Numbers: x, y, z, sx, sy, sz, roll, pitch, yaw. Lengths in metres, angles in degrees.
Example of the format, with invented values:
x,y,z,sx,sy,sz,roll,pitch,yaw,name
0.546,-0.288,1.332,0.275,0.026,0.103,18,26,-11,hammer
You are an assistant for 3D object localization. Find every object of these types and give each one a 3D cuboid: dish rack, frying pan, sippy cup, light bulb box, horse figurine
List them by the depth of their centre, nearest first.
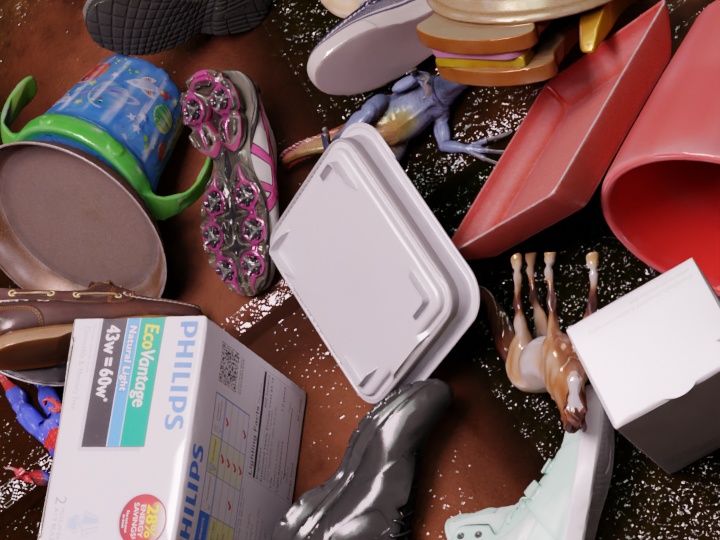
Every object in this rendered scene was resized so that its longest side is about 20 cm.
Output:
x,y,z,sx,sy,sz,roll,pitch,yaw,name
0.143,0.052,1.404,0.049,0.200,0.134,-2,91,-18,horse figurine
-0.146,0.160,1.446,0.124,0.200,0.200,-2,68,23,light bulb box
0.000,0.000,1.473,0.201,0.043,0.172,56,133,21,dish rack
-0.267,0.085,1.578,0.190,0.114,0.031,39,120,42,frying pan
-0.226,-0.121,1.634,0.139,0.178,0.131,-23,29,48,sippy cup

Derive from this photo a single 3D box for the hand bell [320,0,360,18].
x,y,z,sx,sy,sz,roll,pitch,yaw,name
-0.031,-0.314,1.587,0.103,0.200,0.105,-8,67,20,hand bell

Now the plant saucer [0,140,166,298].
x,y,z,sx,sy,sz,roll,pitch,yaw,name
-0.255,-0.039,1.598,0.199,0.201,0.032,6,41,26,plant saucer

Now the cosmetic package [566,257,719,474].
x,y,z,sx,sy,sz,roll,pitch,yaw,name
0.233,0.075,1.307,0.107,0.200,0.085,-29,66,9,cosmetic package

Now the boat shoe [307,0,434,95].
x,y,z,sx,sy,sz,roll,pitch,yaw,name
0.026,-0.229,1.585,0.199,0.075,0.093,-26,52,-17,boat shoe

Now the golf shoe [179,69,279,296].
x,y,z,sx,sy,sz,roll,pitch,yaw,name
-0.098,-0.079,1.594,0.072,0.092,0.202,-8,89,31,golf shoe

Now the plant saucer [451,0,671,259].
x,y,z,sx,sy,sz,roll,pitch,yaw,name
0.162,-0.099,1.427,0.037,0.199,0.201,37,65,-10,plant saucer

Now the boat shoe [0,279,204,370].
x,y,z,sx,sy,sz,roll,pitch,yaw,name
-0.230,0.040,1.560,0.198,0.071,0.071,0,56,-24,boat shoe

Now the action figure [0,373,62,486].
x,y,z,sx,sy,sz,roll,pitch,yaw,name
-0.288,0.128,1.586,0.065,0.099,0.200,-43,61,4,action figure

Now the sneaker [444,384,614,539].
x,y,z,sx,sy,sz,roll,pitch,yaw,name
0.126,0.175,1.387,0.117,0.074,0.202,10,76,22,sneaker

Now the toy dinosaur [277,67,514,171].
x,y,z,sx,sy,sz,roll,pitch,yaw,name
0.038,-0.151,1.561,0.199,0.105,0.182,23,59,42,toy dinosaur

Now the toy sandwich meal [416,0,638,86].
x,y,z,sx,sy,sz,roll,pitch,yaw,name
0.145,-0.219,1.489,0.203,0.071,0.206,-9,27,5,toy sandwich meal

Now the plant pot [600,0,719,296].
x,y,z,sx,sy,sz,roll,pitch,yaw,name
0.299,-0.100,1.368,0.199,0.201,0.178,8,61,26,plant pot

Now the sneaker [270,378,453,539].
x,y,z,sx,sy,sz,roll,pitch,yaw,name
0.018,0.177,1.449,0.091,0.076,0.200,39,95,22,sneaker

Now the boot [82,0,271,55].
x,y,z,sx,sy,sz,roll,pitch,yaw,name
-0.191,-0.270,1.674,0.131,0.199,0.068,52,137,30,boot
